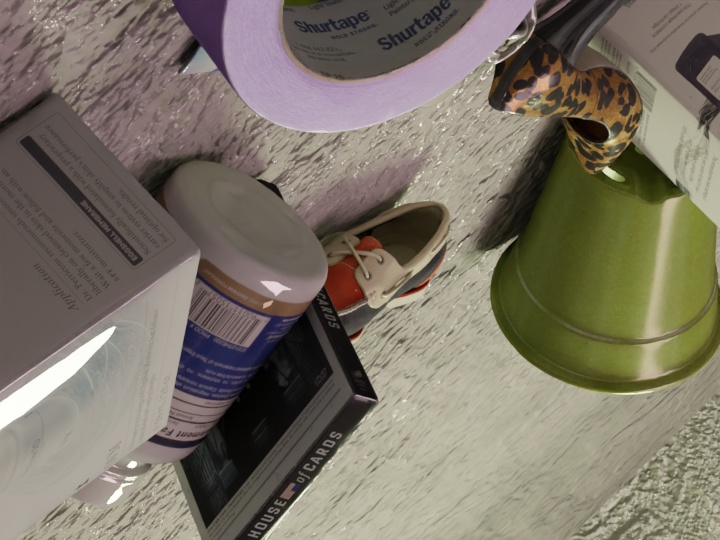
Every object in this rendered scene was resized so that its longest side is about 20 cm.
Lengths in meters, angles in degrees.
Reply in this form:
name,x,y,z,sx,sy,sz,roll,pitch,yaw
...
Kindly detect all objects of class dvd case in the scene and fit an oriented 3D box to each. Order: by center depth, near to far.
name,x,y,z,sx,sy,sz,roll,pitch,yaw
dvd case,-0.069,0.062,1.526,0.025,0.200,0.151,19,120,-37

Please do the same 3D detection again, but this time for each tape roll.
name,x,y,z,sx,sy,sz,roll,pitch,yaw
tape roll,0.005,-0.165,1.239,0.199,0.066,0.201,-23,143,-19

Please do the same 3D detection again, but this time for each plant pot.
name,x,y,z,sx,sy,sz,roll,pitch,yaw
plant pot,0.213,-0.037,2.021,0.200,0.200,0.191,-34,148,-31

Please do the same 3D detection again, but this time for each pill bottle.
name,x,y,z,sx,sy,sz,roll,pitch,yaw
pill bottle,-0.117,0.042,1.482,0.200,0.111,0.111,-51,163,23

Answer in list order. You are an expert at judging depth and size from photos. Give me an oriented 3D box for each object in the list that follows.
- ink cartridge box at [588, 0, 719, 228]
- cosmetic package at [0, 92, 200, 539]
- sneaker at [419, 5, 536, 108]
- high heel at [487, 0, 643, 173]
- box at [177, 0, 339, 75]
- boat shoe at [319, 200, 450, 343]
name,x,y,z,sx,sy,sz,roll,pitch,yaw
ink cartridge box,0.264,-0.119,1.861,0.084,0.200,0.145,-41,164,-11
cosmetic package,-0.200,0.051,1.282,0.200,0.123,0.200,-35,162,-25
sneaker,0.060,-0.149,1.506,0.075,0.081,0.200,-39,165,-25
high heel,0.136,-0.110,1.790,0.142,0.071,0.201,-42,150,-27
box,-0.002,-0.171,1.352,0.200,0.048,0.122,-52,162,22
boat shoe,0.000,0.000,1.743,0.200,0.071,0.063,-24,149,-55
